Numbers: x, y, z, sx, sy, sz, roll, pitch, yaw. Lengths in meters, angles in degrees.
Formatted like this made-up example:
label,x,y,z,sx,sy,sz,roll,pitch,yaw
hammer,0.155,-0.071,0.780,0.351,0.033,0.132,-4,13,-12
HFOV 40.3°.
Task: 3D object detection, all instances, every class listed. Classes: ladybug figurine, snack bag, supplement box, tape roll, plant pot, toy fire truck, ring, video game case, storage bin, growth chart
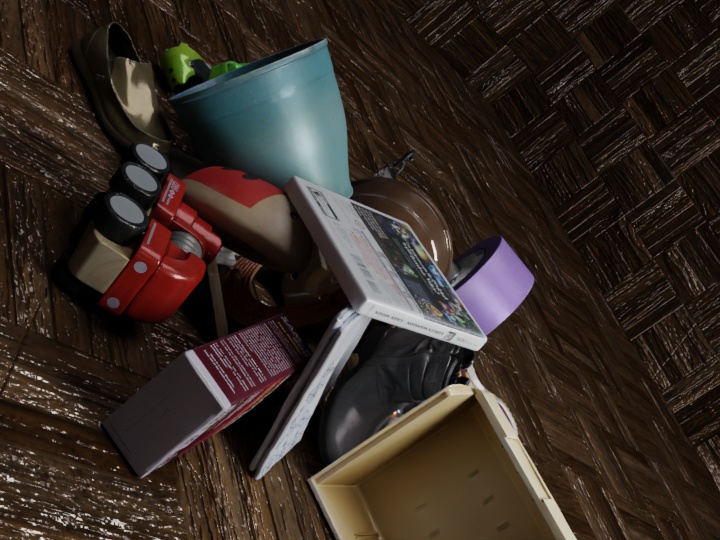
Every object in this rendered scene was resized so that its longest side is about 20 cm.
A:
label,x,y,z,sx,sy,sz,roll,pitch,yaw
ladybug figurine,-0.128,-0.062,1.073,0.199,0.072,0.136,24,-13,33
snack bag,-0.032,0.101,0.998,0.021,0.189,0.200,32,20,8
supplement box,-0.128,0.106,0.884,0.061,0.109,0.200,53,20,6
tape roll,0.170,0.040,1.545,0.085,0.200,0.200,49,19,-8
plant pot,-0.102,-0.153,1.178,0.200,0.199,0.189,-66,137,-69
plant pot,0.000,0.000,1.266,0.201,0.200,0.198,51,27,-4
toy fire truck,-0.184,0.002,0.961,0.200,0.129,0.176,34,24,-18
ring,-0.065,-0.003,1.106,0.201,0.199,0.019,-97,172,-56
video game case,0.025,-0.007,1.023,0.181,0.023,0.200,20,28,-41
storage bin,0.085,0.250,0.988,0.094,0.198,0.201,24,33,-60
growth chart,-0.200,-0.081,1.188,0.144,0.018,0.201,28,31,-50

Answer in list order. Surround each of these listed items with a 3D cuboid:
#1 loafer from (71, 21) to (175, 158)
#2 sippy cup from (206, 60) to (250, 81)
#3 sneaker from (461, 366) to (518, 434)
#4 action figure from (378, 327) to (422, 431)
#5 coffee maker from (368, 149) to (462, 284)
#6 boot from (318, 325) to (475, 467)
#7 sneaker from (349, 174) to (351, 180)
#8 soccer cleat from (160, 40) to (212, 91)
label,x,y,z,sx,sy,sz,roll,pitch,yaw
loafer,-0.277,-0.216,1.162,0.200,0.067,0.076,55,28,17
sippy cup,-0.152,-0.188,1.334,0.177,0.140,0.131,20,45,-31
sneaker,0.151,0.196,1.444,0.200,0.075,0.090,54,36,5
action figure,0.056,0.187,1.233,0.194,0.104,0.201,-66,149,-67
coffee maker,0.060,-0.048,1.465,0.200,0.192,0.135,53,3,-1
boot,0.043,0.138,1.082,0.070,0.131,0.201,56,48,-40
sneaker,-0.061,-0.131,1.419,0.090,0.067,0.200,7,3,-11
soccer cleat,-0.214,-0.263,1.424,0.200,0.067,0.082,16,56,-57
